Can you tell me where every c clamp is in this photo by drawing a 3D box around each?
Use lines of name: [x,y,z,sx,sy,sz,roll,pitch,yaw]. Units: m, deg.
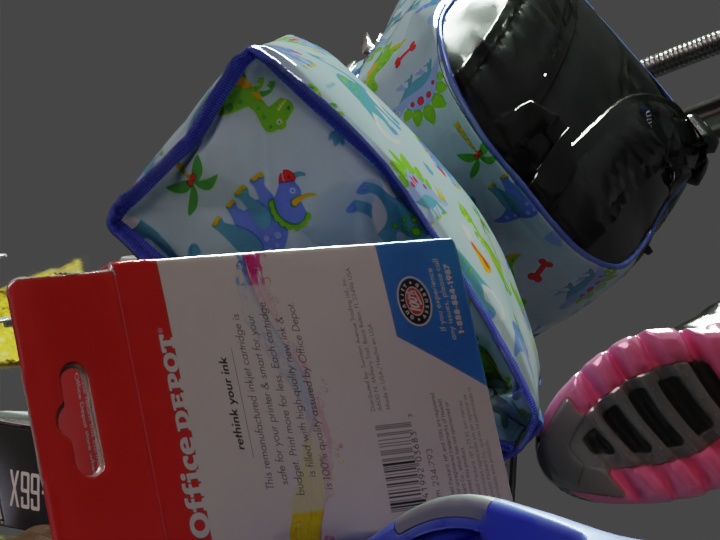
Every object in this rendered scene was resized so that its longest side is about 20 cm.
c clamp: [0.195,-0.114,1.670,0.199,0.027,0.171,-23,30,23]

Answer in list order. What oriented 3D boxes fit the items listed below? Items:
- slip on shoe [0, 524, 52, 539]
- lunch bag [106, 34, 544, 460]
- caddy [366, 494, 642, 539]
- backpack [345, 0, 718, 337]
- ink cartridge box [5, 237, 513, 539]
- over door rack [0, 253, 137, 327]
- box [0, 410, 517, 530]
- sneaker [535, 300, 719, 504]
slip on shoe: [-0.137,0.137,1.174,0.060,0.076,0.200,-26,-7,-15]
lunch bag: [0.000,0.000,1.273,0.128,0.200,0.170,-51,2,9]
caddy: [0.036,0.133,1.029,0.141,0.106,0.199,3,-12,-39]
backpack: [0.067,-0.057,1.479,0.147,0.183,0.200,-35,10,28]
ink cartridge box: [-0.048,0.057,1.098,0.199,0.117,0.067,-4,-14,-33]
over door rack: [-0.080,0.035,1.437,0.199,0.067,0.147,11,-7,-41]
box: [-0.054,0.091,1.270,0.199,0.050,0.157,2,2,-42]
sneaker: [0.160,0.049,1.300,0.199,0.079,0.095,-26,-1,-18]
